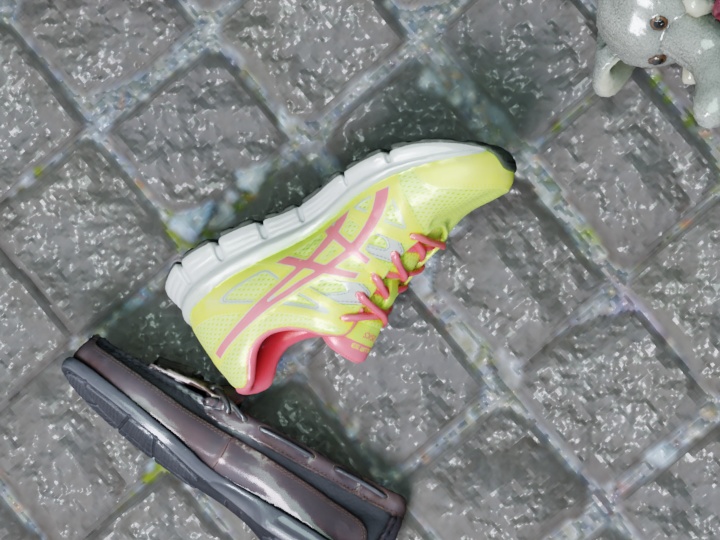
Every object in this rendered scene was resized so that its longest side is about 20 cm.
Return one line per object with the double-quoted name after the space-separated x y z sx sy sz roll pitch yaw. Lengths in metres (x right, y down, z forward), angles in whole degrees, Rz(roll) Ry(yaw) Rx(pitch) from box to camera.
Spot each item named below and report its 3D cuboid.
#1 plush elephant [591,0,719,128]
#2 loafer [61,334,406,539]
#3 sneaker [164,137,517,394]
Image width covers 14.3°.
0.188 -0.140 1.431 0.155 0.165 0.200 -34 58 -6 "plush elephant"
-0.065 0.093 1.521 0.200 0.072 0.063 38 76 -1 "loafer"
0.000 0.000 1.491 0.200 0.078 0.091 -29 72 18 "sneaker"
